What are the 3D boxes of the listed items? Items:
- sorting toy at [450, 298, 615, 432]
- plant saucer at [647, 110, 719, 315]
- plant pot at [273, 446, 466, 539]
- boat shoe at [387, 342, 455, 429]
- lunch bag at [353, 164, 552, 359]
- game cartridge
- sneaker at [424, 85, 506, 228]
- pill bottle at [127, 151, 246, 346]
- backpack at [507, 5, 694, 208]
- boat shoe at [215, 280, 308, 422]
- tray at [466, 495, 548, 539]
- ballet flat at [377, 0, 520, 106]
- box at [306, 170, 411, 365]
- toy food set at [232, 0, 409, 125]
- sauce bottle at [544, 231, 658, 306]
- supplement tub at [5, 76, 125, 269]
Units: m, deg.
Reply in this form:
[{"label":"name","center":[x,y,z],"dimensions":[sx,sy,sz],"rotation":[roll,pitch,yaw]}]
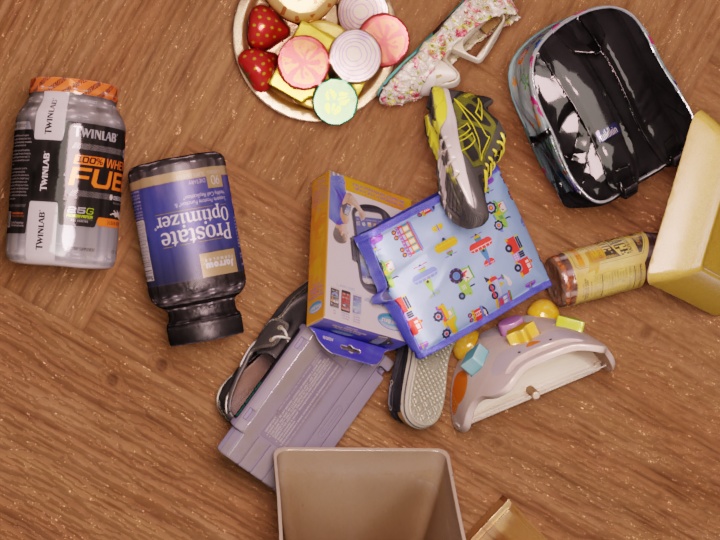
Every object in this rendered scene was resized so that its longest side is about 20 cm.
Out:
[{"label":"sorting toy","center":[0.194,0.102,1.626],"dimensions":[0.198,0.180,0.108],"rotation":[-22,93,-7]},{"label":"plant saucer","center":[0.415,-0.057,1.658],"dimensions":[0.199,0.048,0.202],"rotation":[20,87,-50]},{"label":"plant pot","center":[0.002,0.327,1.590],"dimensions":[0.197,0.201,0.179],"rotation":[1,125,-7]},{"label":"boat shoe","center":[0.074,0.084,1.670],"dimensions":[0.074,0.062,0.202],"rotation":[22,72,-27]},{"label":"lunch bag","center":[0.093,-0.004,1.619],"dimensions":[0.199,0.094,0.152],"rotation":[-28,94,-34]},{"label":"game cartridge","center":[-0.062,0.149,1.637],"dimensions":[0.129,0.038,0.201],"rotation":[41,82,-35]},{"label":"sneaker","center":[0.124,-0.131,1.592],"dimensions":[0.083,0.075,0.202],"rotation":[-3,51,-8]},{"label":"pill bottle","center":[-0.188,-0.023,1.615],"dimensions":[0.110,0.112,0.203],"rotation":[-11,91,-7]},{"label":"backpack","center":[0.263,-0.192,1.649],"dimensions":[0.176,0.150,0.201],"rotation":[-31,102,-12]},{"label":"boat shoe","center":[-0.087,0.092,1.650],"dimensions":[0.072,0.068,0.201],"rotation":[39,84,-4]},{"label":"tray","center":[0.204,0.371,1.700],"dimensions":[0.099,0.037,0.200],"rotation":[-45,94,-5]},{"label":"ballet flat","center":[0.105,-0.251,1.667],"dimensions":[0.064,0.076,0.200],"rotation":[43,86,12]},{"label":"box","center":[0.000,0.000,1.615],"dimensions":[0.118,0.041,0.202],"rotation":[17,61,-33]},{"label":"toy food set","center":[-0.047,-0.270,1.664],"dimensions":[0.196,0.049,0.202],"rotation":[28,86,-6]},{"label":"sauce bottle","center":[0.314,-0.010,1.699],"dimensions":[0.198,0.066,0.067],"rotation":[-15,92,-15]},{"label":"supplement tub","center":[-0.321,-0.105,1.593],"dimensions":[0.121,0.123,0.203],"rotation":[4,90,-7]}]
